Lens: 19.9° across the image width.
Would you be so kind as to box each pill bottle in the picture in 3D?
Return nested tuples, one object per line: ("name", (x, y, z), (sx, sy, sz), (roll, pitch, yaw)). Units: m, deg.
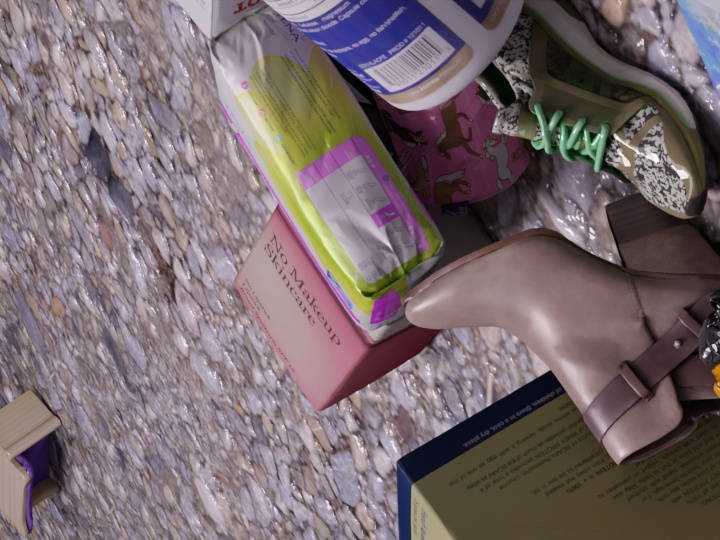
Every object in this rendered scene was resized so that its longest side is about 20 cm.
("pill bottle", (-0.010, -0.190, 1.153), (0.200, 0.116, 0.115), (37, 167, -29))

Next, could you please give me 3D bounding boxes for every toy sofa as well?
("toy sofa", (-0.426, 0.250, 2.622), (0.098, 0.083, 0.200), (46, 152, 18))

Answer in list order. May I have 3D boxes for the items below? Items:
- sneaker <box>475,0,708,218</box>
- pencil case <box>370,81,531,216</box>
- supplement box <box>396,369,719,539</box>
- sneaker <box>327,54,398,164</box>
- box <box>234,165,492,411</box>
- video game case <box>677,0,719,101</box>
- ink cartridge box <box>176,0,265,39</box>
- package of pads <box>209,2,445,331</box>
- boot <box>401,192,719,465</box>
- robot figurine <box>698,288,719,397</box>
("sneaker", (0.120, -0.087, 1.199), (0.200, 0.088, 0.077), (45, 152, 31))
("pencil case", (0.039, -0.137, 1.300), (0.082, 0.086, 0.201), (4, 121, 49))
("supplement box", (0.156, 0.174, 1.251), (0.200, 0.199, 0.135), (52, 162, 29))
("sneaker", (-0.010, -0.144, 1.416), (0.200, 0.066, 0.091), (41, 151, 41))
("box", (0.000, 0.000, 1.501), (0.128, 0.109, 0.200), (56, 156, 10))
("video game case", (0.211, -0.162, 0.968), (0.183, 0.045, 0.200), (68, 158, 1))
("ink cartridge box", (-0.054, -0.261, 1.277), (0.083, 0.145, 0.201), (49, 153, 25))
("package of pads", (-0.024, -0.065, 1.321), (0.201, 0.068, 0.155), (57, 174, 8))
("boot", (0.135, 0.045, 1.217), (0.070, 0.199, 0.147), (30, -141, -66))
("robot figurine", (0.258, 0.052, 1.086), (0.146, 0.058, 0.200), (57, 155, 7))
